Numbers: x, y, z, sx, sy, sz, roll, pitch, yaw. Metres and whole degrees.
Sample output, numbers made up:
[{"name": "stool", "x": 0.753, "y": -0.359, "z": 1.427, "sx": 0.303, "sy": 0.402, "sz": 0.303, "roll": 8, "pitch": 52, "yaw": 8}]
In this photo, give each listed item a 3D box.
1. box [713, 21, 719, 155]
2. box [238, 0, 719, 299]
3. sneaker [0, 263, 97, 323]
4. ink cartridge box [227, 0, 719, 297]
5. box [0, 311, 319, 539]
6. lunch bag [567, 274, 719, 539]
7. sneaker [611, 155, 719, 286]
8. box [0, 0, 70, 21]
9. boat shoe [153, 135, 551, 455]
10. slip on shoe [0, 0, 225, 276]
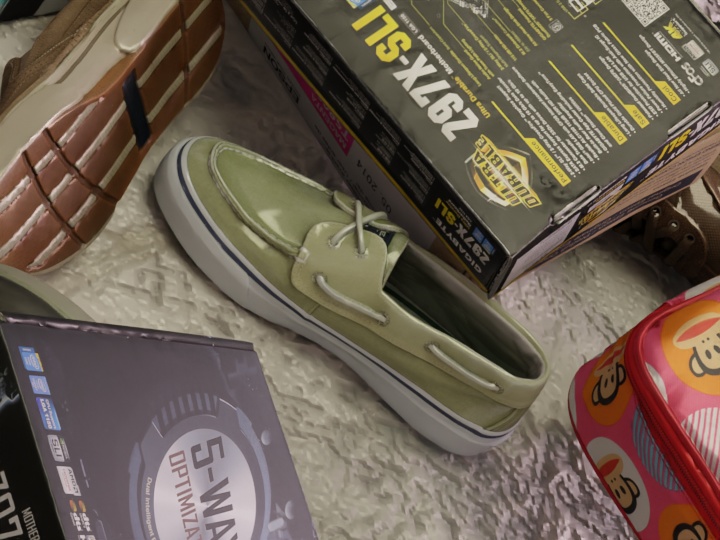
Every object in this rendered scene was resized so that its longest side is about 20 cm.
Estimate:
[{"name": "box", "x": 0.243, "y": -0.038, "z": 1.523, "sx": 0.157, "sy": 0.051, "sz": 0.201, "roll": -3, "pitch": 58, "yaw": -40}, {"name": "box", "x": 0.055, "y": -0.112, "z": 1.303, "sx": 0.159, "sy": 0.049, "sz": 0.200, "roll": -36, "pitch": 79, "yaw": -24}, {"name": "sneaker", "x": -0.125, "y": 0.090, "z": 1.102, "sx": 0.106, "sy": 0.075, "sz": 0.201, "roll": -25, "pitch": 75, "yaw": -50}, {"name": "ink cartridge box", "x": 0.055, "y": -0.102, "z": 1.367, "sx": 0.164, "sy": 0.075, "sz": 0.201, "roll": -27, "pitch": 76, "yaw": -23}, {"name": "box", "x": -0.068, "y": 0.119, "z": 1.028, "sx": 0.160, "sy": 0.043, "sz": 0.201, "roll": 11, "pitch": 56, "yaw": -57}, {"name": "lunch bag", "x": 0.206, "y": 0.079, "z": 1.279, "sx": 0.199, "sy": 0.082, "sz": 0.177, "roll": -25, "pitch": 78, "yaw": -34}, {"name": "sneaker", "x": 0.130, "y": -0.044, "z": 1.441, "sx": 0.075, "sy": 0.071, "sz": 0.200, "roll": -31, "pitch": 76, "yaw": -28}, {"name": "box", "x": -0.090, "y": -0.171, "z": 1.340, "sx": 0.199, "sy": 0.082, "sz": 0.049, "roll": -16, "pitch": 67, "yaw": -45}, {"name": "boat shoe", "x": 0.000, "y": 0.000, "z": 1.287, "sx": 0.200, "sy": 0.062, "sz": 0.072, "roll": 37, "pitch": 42, "yaw": -7}, {"name": "slip on shoe", "x": -0.129, "y": -0.068, "z": 1.245, "sx": 0.060, "sy": 0.076, "sz": 0.200, "roll": 12, "pitch": 45, "yaw": 24}]
